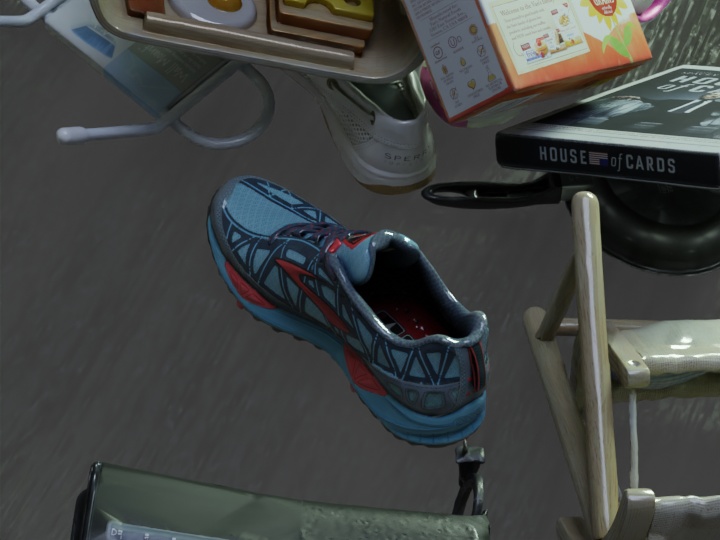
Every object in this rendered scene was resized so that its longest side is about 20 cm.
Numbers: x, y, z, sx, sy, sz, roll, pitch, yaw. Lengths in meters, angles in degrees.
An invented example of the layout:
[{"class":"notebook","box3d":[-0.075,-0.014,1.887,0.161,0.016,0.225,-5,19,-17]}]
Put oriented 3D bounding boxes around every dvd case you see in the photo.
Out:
[{"class":"dvd case","box3d":[0.194,-0.084,1.469,0.150,0.025,0.200,7,20,39]}]

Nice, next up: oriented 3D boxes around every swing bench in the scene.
[{"class":"swing bench","box3d":[0.205,0.074,1.354,0.198,0.130,0.201,1,55,-11]}]

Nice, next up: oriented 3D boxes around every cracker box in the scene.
[{"class":"cracker box","box3d":[0.072,-0.192,1.443,0.134,0.058,0.201,-16,84,-47]}]

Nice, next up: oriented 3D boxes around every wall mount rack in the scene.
[{"class":"wall mount rack","box3d":[-0.149,-0.137,1.495,0.200,0.075,0.174,38,62,22]}]

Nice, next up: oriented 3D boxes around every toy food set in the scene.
[{"class":"toy food set","box3d":[-0.057,-0.183,1.457,0.199,0.061,0.144,10,40,-12]}]

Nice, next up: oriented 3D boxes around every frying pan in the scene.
[{"class":"frying pan","box3d":[0.140,-0.057,1.518,0.189,0.031,0.115,20,47,2]}]

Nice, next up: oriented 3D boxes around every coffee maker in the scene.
[{"class":"coffee maker","box3d":[-0.044,0.164,1.238,0.199,0.135,0.192,10,25,-4]}]

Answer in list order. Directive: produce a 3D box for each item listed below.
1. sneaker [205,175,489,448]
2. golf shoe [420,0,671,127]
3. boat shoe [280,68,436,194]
[{"class":"sneaker","box3d":[0.000,0.000,1.392,0.200,0.096,0.079,39,53,21]},{"class":"golf shoe","box3d":[0.118,-0.151,1.538,0.200,0.091,0.076,-35,92,-35]},{"class":"boat shoe","box3d":[-0.008,-0.137,1.525,0.070,0.070,0.200,-19,55,-23]}]
